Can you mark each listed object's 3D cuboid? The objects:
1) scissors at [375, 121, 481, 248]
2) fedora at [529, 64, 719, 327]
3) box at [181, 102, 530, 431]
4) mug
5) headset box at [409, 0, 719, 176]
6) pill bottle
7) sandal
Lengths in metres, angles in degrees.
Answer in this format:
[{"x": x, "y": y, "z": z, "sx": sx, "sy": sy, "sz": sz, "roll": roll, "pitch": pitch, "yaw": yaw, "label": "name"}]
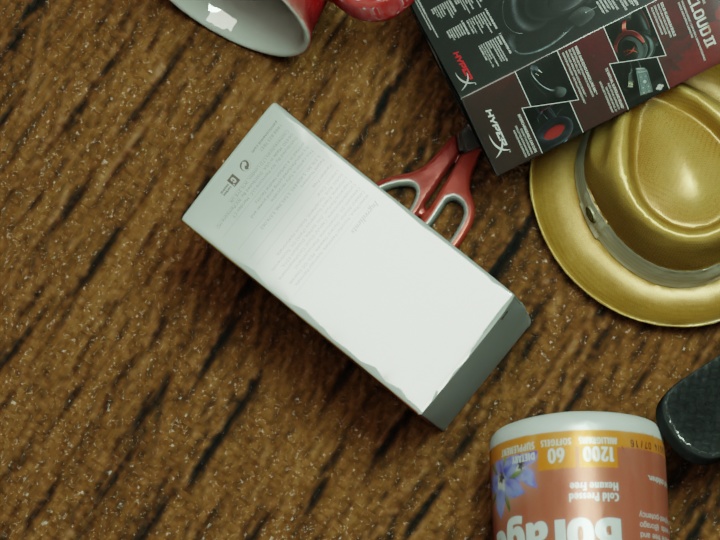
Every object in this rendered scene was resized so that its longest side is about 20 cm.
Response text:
[{"x": 0.079, "y": -0.084, "z": 1.774, "sx": 0.073, "sy": 0.014, "sz": 0.200, "roll": 38, "pitch": 77, "yaw": 14, "label": "scissors"}, {"x": 0.206, "y": -0.065, "z": 1.725, "sx": 0.200, "sy": 0.082, "sz": 0.202, "roll": 0, "pitch": 73, "yaw": 1, "label": "fedora"}, {"x": 0.000, "y": 0.000, "z": 1.686, "sx": 0.200, "sy": 0.124, "sz": 0.098, "roll": 39, "pitch": 89, "yaw": 12, "label": "box"}, {"x": -0.028, "y": -0.253, "z": 1.776, "sx": 0.177, "sy": 0.133, "sz": 0.200, "roll": 31, "pitch": 72, "yaw": -5, "label": "mug"}, {"x": 0.144, "y": -0.170, "z": 1.716, "sx": 0.199, "sy": 0.075, "sz": 0.149, "roll": -27, "pitch": 40, "yaw": 2, "label": "headset box"}, {"x": 0.139, "y": 0.196, "z": 1.636, "sx": 0.112, "sy": 0.112, "sz": 0.201, "roll": -3, "pitch": 73, "yaw": 1, "label": "pill bottle"}, {"x": 0.265, "y": 0.068, "z": 1.693, "sx": 0.200, "sy": 0.045, "sz": 0.075, "roll": -27, "pitch": 71, "yaw": -28, "label": "sandal"}]
